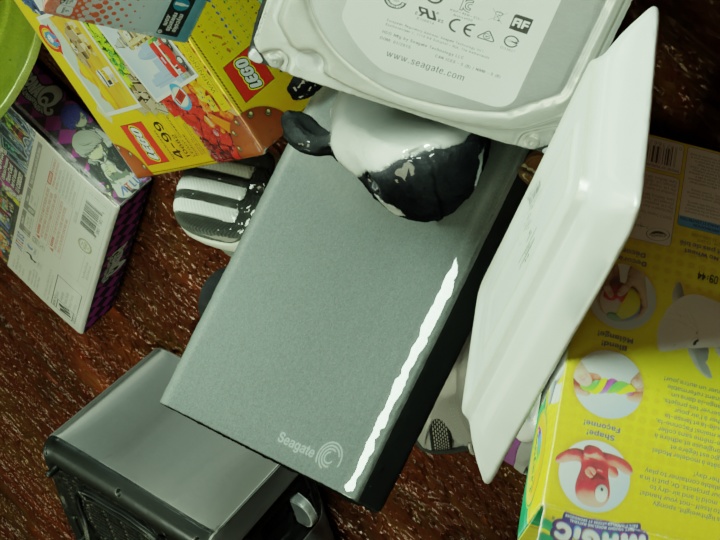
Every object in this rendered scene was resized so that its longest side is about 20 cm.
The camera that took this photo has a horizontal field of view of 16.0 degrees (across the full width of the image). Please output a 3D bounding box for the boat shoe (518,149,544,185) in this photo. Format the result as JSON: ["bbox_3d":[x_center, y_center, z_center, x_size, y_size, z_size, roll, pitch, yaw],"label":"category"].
[{"bbox_3d":[0.144,0.020,1.127,0.200,0.074,0.076,41,180,14],"label":"boat shoe"}]

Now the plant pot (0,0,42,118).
[{"bbox_3d":[-0.309,-0.175,1.479,0.193,0.200,0.201,31,152,56],"label":"plant pot"}]

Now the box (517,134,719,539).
[{"bbox_3d":[0.133,0.049,1.032,0.116,0.201,0.048,15,152,-4],"label":"box"}]

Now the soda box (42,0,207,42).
[{"bbox_3d":[-0.066,-0.186,1.005,0.200,0.068,0.064,-58,32,40],"label":"soda box"}]

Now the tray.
[{"bbox_3d":[0.076,-0.009,1.036,0.022,0.108,0.200,16,142,-6],"label":"tray"}]

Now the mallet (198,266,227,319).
[{"bbox_3d":[0.008,0.051,1.354,0.199,0.041,0.066,26,175,-28],"label":"mallet"}]

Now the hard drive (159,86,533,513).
[{"bbox_3d":[0.000,0.000,1.212,0.139,0.201,0.033,22,174,42],"label":"hard drive"}]

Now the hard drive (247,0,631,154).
[{"bbox_3d":[0.047,-0.142,0.993,0.139,0.038,0.201,17,133,-7],"label":"hard drive"}]

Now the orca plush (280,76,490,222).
[{"bbox_3d":[0.013,-0.054,1.160,0.200,0.105,0.072,33,139,59],"label":"orca plush"}]

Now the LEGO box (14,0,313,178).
[{"bbox_3d":[-0.112,-0.155,1.301,0.201,0.077,0.149,56,153,-16],"label":"LEGO box"}]

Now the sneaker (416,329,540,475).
[{"bbox_3d":[0.076,0.074,1.265,0.139,0.078,0.201,-12,123,28],"label":"sneaker"}]

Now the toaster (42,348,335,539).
[{"bbox_3d":[-0.109,0.170,1.697,0.199,0.119,0.182,25,146,38],"label":"toaster"}]

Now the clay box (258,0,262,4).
[{"bbox_3d":[-0.077,-0.204,1.141,0.200,0.115,0.048,45,109,5],"label":"clay box"}]

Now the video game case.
[{"bbox_3d":[-0.219,-0.067,1.633,0.181,0.036,0.200,44,154,9],"label":"video game case"}]

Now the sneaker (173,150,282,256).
[{"bbox_3d":[0.006,-0.008,1.352,0.199,0.075,0.116,20,167,27],"label":"sneaker"}]
